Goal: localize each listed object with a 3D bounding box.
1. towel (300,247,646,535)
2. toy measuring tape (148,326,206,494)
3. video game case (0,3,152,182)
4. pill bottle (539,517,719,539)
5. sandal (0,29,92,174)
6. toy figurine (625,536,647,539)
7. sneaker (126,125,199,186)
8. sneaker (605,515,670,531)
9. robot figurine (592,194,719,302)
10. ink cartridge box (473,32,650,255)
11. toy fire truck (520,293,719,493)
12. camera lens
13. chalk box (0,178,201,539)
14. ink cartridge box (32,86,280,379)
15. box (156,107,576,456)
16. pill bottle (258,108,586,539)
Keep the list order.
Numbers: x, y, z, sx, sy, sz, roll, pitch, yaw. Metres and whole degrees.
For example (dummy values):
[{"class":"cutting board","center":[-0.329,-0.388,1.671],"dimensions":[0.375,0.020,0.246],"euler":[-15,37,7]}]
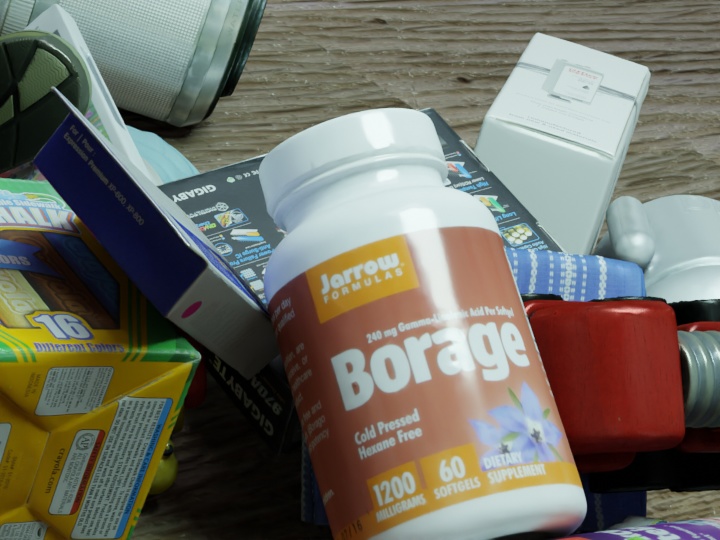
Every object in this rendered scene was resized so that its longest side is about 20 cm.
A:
[{"class":"towel","center":[0.061,0.059,1.219],"dimensions":[0.200,0.145,0.024],"euler":[5,-6,-32]},{"class":"toy measuring tape","center":[-0.117,0.017,1.203],"dimensions":[0.073,0.074,0.200],"euler":[7,51,-31]},{"class":"video game case","center":[-0.187,-0.049,1.288],"dimensions":[0.018,0.143,0.200],"euler":[44,8,-34]},{"class":"pill bottle","center":[0.101,0.170,1.077],"dimensions":[0.200,0.112,0.111],"euler":[-2,32,-43]},{"class":"sandal","center":[-0.224,-0.070,1.277],"dimensions":[0.201,0.080,0.057],"euler":[-16,18,17]},{"class":"toy figurine","center":[0.018,0.191,0.913],"dimensions":[0.184,0.150,0.200],"euler":[5,70,-9]},{"class":"sneaker","center":[-0.109,-0.031,1.388],"dimensions":[0.082,0.074,0.200],"euler":[8,28,-25]},{"class":"sneaker","center":[0.217,0.146,1.232],"dimensions":[0.200,0.076,0.105],"euler":[27,66,-10]},{"class":"robot figurine","center":[0.198,0.029,1.470],"dimensions":[0.170,0.113,0.200],"euler":[46,15,-23]},{"class":"ink cartridge box","center":[0.109,-0.045,1.513],"dimensions":[0.083,0.147,0.200],"euler":[19,22,6]},{"class":"toy fire truck","center":[0.167,0.066,1.152],"dimensions":[0.176,0.129,0.200],"euler":[2,-11,-31]},{"class":"camera lens","center":[-0.162,-0.190,1.580],"dimensions":[0.200,0.160,0.160],"euler":[17,23,-9]},{"class":"chalk box","center":[-0.184,0.034,1.114],"dimensions":[0.124,0.125,0.200],"euler":[3,30,-37]},{"class":"ink cartridge box","center":[-0.089,-0.012,1.095],"dimensions":[0.095,0.037,0.200],"euler":[48,-3,17]},{"class":"box","center":[0.000,0.000,1.281],"dimensions":[0.200,0.046,0.159],"euler":[-18,52,-32]},{"class":"pill bottle","center":[0.021,0.034,1.109],"dimensions":[0.112,0.112,0.200],"euler":[-1,67,-42]}]
